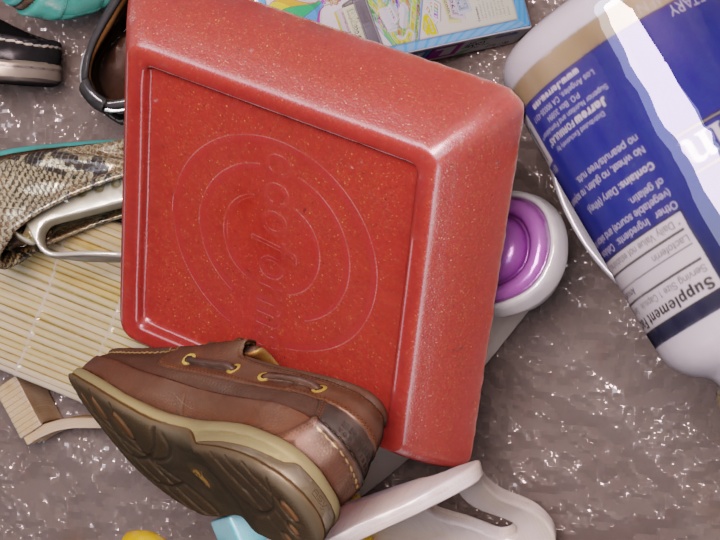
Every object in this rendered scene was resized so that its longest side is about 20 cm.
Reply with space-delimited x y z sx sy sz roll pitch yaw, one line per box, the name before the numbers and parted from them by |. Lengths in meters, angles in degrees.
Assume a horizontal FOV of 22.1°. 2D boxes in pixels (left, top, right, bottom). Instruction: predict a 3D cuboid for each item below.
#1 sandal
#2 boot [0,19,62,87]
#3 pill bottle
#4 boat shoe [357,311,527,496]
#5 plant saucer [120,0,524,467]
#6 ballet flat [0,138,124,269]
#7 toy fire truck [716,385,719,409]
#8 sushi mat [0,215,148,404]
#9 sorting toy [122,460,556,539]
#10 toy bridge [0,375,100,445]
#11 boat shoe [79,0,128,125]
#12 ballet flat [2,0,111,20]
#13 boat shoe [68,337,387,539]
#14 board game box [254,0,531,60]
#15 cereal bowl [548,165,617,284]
sandal | -0.001 -0.007 0.880 0.201 0.050 0.083 -13 70 25
boot | -0.236 -0.188 0.994 0.199 0.073 0.152 19 97 22
pill bottle | 0.153 -0.028 0.764 0.115 0.116 0.201 -32 82 15
boat shoe | 0.013 0.039 0.922 0.069 0.072 0.201 46 108 30
plant saucer | -0.034 -0.015 0.834 0.199 0.037 0.201 21 126 21
ballet flat | -0.101 -0.043 0.938 0.198 0.068 0.076 -16 68 1
toy fire truck | 0.149 0.156 0.860 0.174 0.129 0.202 6 81 18
sushi mat | -0.130 0.024 0.962 0.199 0.012 0.096 20 94 17
sorting toy | -0.001 0.150 0.883 0.179 0.200 0.107 -28 58 13
toy bridge | -0.098 0.040 0.974 0.199 0.027 0.068 -32 82 15
boat shoe | -0.072 -0.159 0.944 0.072 0.068 0.200 40 97 13
ballet flat | -0.157 -0.225 0.968 0.067 0.070 0.202 -18 73 50
boat shoe | -0.061 0.068 0.833 0.068 0.072 0.199 -45 32 -23
board game box | -0.005 -0.199 0.909 0.133 0.034 0.202 -12 86 -12
cereal bowl | 0.187 -0.070 0.856 0.198 0.083 0.202 0 90 17
